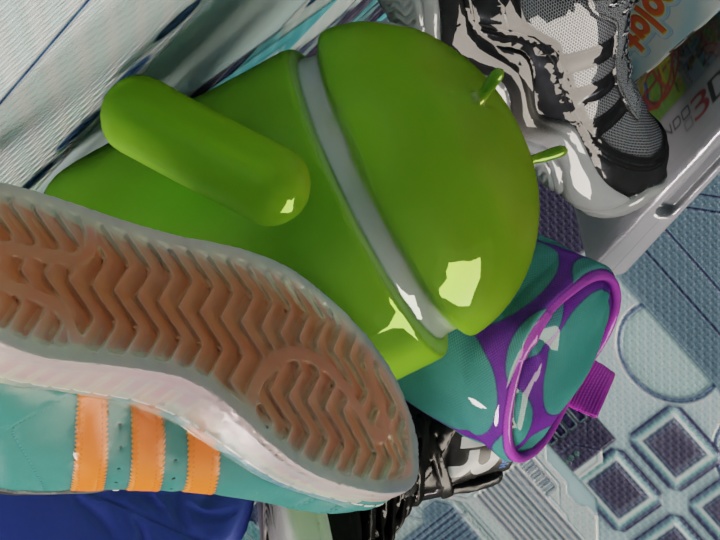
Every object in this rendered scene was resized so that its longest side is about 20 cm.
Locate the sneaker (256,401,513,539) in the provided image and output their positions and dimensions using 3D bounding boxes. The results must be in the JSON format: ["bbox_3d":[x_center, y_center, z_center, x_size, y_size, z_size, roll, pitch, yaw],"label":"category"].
[{"bbox_3d":[0.014,0.076,0.999,0.111,0.074,0.200,-1,-158,-7],"label":"sneaker"}]

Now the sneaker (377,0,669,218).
[{"bbox_3d":[0.090,-0.097,0.932,0.114,0.076,0.200,-35,139,16],"label":"sneaker"}]

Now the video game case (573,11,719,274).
[{"bbox_3d":[0.127,-0.130,1.062,0.022,0.201,0.182,7,145,-27],"label":"video game case"}]

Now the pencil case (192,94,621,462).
[{"bbox_3d":[0.000,0.000,0.986,0.085,0.199,0.092,-60,154,-10],"label":"pencil case"}]

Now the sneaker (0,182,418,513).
[{"bbox_3d":[-0.071,0.033,0.757,0.080,0.199,0.072,-31,-130,36],"label":"sneaker"}]

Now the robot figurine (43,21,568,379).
[{"bbox_3d":[-0.028,-0.008,0.852,0.199,0.116,0.175,-27,158,10],"label":"robot figurine"}]

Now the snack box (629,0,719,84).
[{"bbox_3d":[0.095,-0.138,0.989,0.037,0.116,0.200,-45,-179,-37],"label":"snack box"}]

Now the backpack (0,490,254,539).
[{"bbox_3d":[-0.116,0.084,0.995,0.168,0.162,0.200,-62,-178,-11],"label":"backpack"}]
